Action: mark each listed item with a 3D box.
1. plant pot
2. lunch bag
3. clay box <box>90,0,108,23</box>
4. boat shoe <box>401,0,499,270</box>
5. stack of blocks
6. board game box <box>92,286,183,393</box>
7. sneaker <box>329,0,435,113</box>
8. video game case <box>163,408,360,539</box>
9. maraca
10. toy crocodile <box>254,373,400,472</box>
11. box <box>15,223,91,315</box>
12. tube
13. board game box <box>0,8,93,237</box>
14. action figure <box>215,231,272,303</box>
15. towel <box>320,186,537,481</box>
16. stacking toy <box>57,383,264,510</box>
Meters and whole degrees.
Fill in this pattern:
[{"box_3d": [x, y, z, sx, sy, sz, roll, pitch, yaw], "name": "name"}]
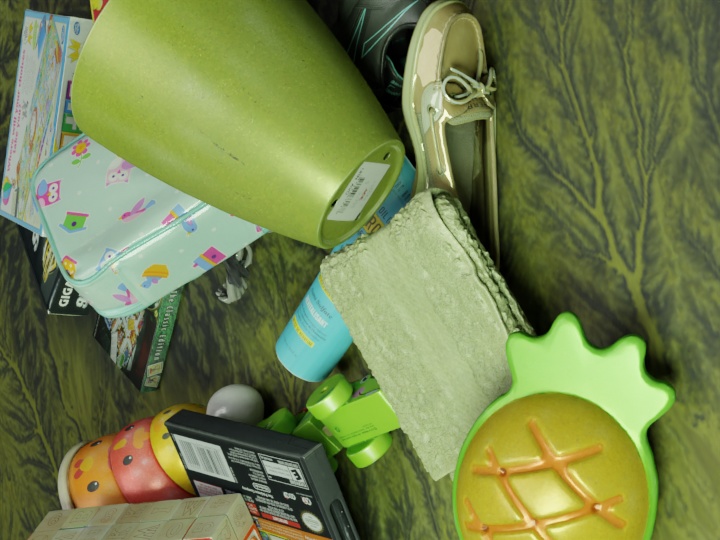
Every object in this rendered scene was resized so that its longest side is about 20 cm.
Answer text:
[{"box_3d": [-0.071, -0.111, 1.218, 0.200, 0.186, 0.188, 40, 125, 19], "name": "plant pot"}, {"box_3d": [-0.158, -0.070, 1.365, 0.199, 0.077, 0.161, -32, 50, 1], "name": "lunch bag"}, {"box_3d": [-0.203, -0.182, 1.499, 0.115, 0.047, 0.203, 94, 166, -82], "name": "clay box"}, {"box_3d": [0.073, -0.089, 1.210, 0.063, 0.073, 0.203, 14, 106, 43], "name": "boat shoe"}, {"box_3d": [-0.171, 0.255, 1.412, 0.198, 0.059, 0.116, -9, 116, 29], "name": "stack of blocks"}, {"box_3d": [-0.200, 0.002, 1.602, 0.105, 0.023, 0.202, 45, 126, 44], "name": "board game box"}, {"box_3d": [-0.003, -0.144, 1.298, 0.080, 0.075, 0.201, 55, 132, 31], "name": "sneaker"}, {"box_3d": [-0.066, 0.206, 1.380, 0.199, 0.025, 0.182, 6, 123, 51], "name": "video game case"}, {"box_3d": [0.131, 0.127, 1.113, 0.136, 0.107, 0.202, 18, 108, 12], "name": "maraca"}, {"box_3d": [-0.024, 0.123, 1.359, 0.068, 0.062, 0.199, 46, 137, -11], "name": "toy crocodile"}, {"box_3d": [-0.273, -0.082, 1.651, 0.201, 0.046, 0.160, -65, 36, 30], "name": "box"}, {"box_3d": [0.000, 0.000, 1.332, 0.078, 0.050, 0.201, 50, 124, 28], "name": "tube"}, {"box_3d": [-0.294, -0.141, 1.615, 0.134, 0.034, 0.203, 21, 104, 59], "name": "board game box"}, {"box_3d": [-0.128, -0.043, 1.444, 0.198, 0.102, 0.120, -12, 48, 14], "name": "action figure"}, {"box_3d": [0.062, 0.052, 1.212, 0.148, 0.036, 0.201, -32, 91, 43], "name": "towel"}, {"box_3d": [-0.156, 0.163, 1.500, 0.200, 0.145, 0.147, -43, 58, 23], "name": "stacking toy"}]
